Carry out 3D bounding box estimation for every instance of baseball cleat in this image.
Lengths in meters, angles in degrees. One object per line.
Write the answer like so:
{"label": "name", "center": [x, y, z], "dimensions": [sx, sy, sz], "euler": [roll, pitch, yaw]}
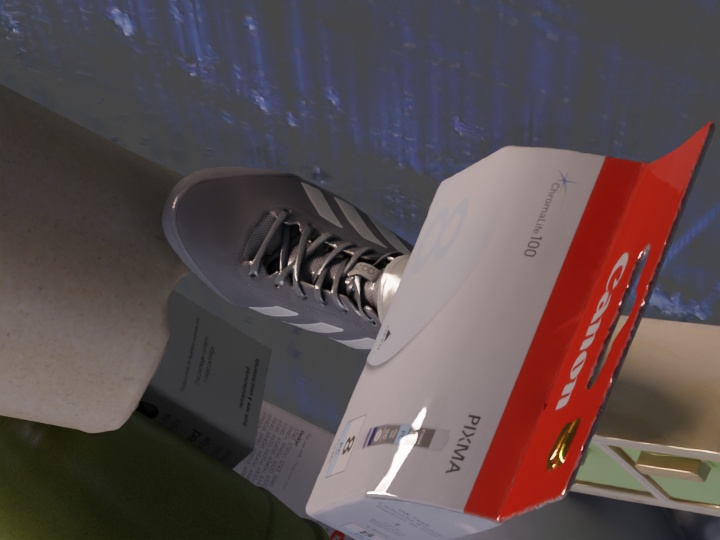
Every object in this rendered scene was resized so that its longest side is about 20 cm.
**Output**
{"label": "baseball cleat", "center": [0.000, 0.000, 1.270], "dimensions": [0.199, 0.070, 0.106], "euler": [24, 169, 5]}

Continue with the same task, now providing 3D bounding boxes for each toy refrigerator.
{"label": "toy refrigerator", "center": [0.152, 0.071, 1.278], "dimensions": [0.199, 0.070, 0.076], "euler": [7, 155, 46]}

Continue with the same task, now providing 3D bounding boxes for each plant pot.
{"label": "plant pot", "center": [-0.184, -0.010, 1.352], "dimensions": [0.182, 0.202, 0.200], "euler": [19, 164, -16]}
{"label": "plant pot", "center": [-0.151, 0.148, 1.475], "dimensions": [0.193, 0.201, 0.200], "euler": [45, 157, -17]}

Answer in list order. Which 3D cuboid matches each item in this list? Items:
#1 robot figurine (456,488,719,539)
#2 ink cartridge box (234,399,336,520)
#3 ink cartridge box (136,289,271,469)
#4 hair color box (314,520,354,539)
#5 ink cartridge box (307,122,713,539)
{"label": "robot figurine", "center": [0.102, 0.149, 1.402], "dimensions": [0.201, 0.169, 0.113], "euler": [60, -172, 35]}
{"label": "ink cartridge box", "center": [-0.080, 0.121, 1.727], "dimensions": [0.199, 0.068, 0.116], "euler": [26, 162, -1]}
{"label": "ink cartridge box", "center": [-0.173, 0.060, 1.568], "dimensions": [0.199, 0.085, 0.146], "euler": [31, 130, -20]}
{"label": "hair color box", "center": [-0.036, 0.211, 1.805], "dimensions": [0.199, 0.111, 0.064], "euler": [28, 165, 26]}
{"label": "ink cartridge box", "center": [0.055, 0.023, 1.105], "dimensions": [0.047, 0.161, 0.200], "euler": [27, 162, -11]}
